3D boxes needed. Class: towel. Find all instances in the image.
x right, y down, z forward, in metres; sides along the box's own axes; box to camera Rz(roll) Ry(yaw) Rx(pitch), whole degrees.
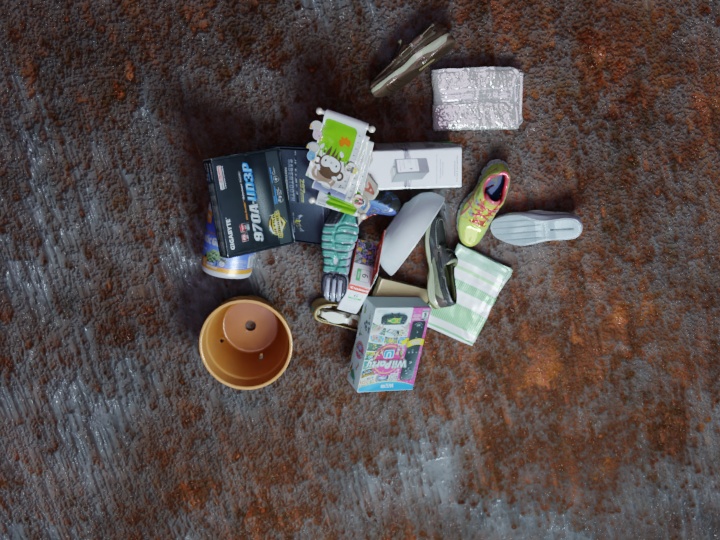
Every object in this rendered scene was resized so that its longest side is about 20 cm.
[{"bbox_3d":[0.249,-0.365,1.698,0.197,0.035,0.134,-3,104,-2],"label":"towel"},{"bbox_3d":[0.239,0.058,1.802,0.151,0.023,0.202,23,102,-18],"label":"towel"}]

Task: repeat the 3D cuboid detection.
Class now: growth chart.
[{"bbox_3d":[-0.043,-0.212,1.578,0.143,0.018,0.203,12,107,13],"label":"growth chart"}]

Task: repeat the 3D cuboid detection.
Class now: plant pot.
[{"bbox_3d":[-0.246,0.140,1.747,0.197,0.140,0.203,-1,106,-4],"label":"plant pot"}]

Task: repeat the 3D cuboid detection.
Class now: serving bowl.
[{"bbox_3d":[0.096,-0.089,1.680,0.065,0.200,0.201,35,100,-2],"label":"serving bowl"}]

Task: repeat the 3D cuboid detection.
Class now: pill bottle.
[{"bbox_3d":[-0.273,-0.093,1.698,0.111,0.112,0.203,8,104,-5],"label":"pill bottle"}]

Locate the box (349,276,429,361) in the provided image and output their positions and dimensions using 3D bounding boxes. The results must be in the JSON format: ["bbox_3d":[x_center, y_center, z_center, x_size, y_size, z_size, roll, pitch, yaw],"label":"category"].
[{"bbox_3d":[0.077,0.122,1.791,0.162,0.021,0.202,13,104,-31],"label":"box"}]

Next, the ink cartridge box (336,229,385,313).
[{"bbox_3d":[0.000,0.000,1.684,0.050,0.200,0.110,14,62,-6],"label":"ink cartridge box"}]

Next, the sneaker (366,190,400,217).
[{"bbox_3d":[0.004,-0.135,1.693,0.198,0.075,0.079,10,121,38],"label":"sneaker"}]

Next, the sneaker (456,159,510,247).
[{"bbox_3d":[0.267,-0.142,1.728,0.077,0.090,0.202,18,104,-9],"label":"sneaker"}]

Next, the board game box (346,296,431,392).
[{"bbox_3d":[0.063,0.161,1.750,0.146,0.064,0.202,1,112,-28],"label":"board game box"}]

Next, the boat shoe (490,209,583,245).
[{"bbox_3d":[0.390,-0.096,1.761,0.197,0.067,0.074,5,111,18],"label":"boat shoe"}]

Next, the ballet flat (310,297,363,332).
[{"bbox_3d":[-0.017,0.111,1.792,0.197,0.063,0.069,10,104,-6],"label":"ballet flat"}]

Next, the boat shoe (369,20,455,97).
[{"bbox_3d":[0.097,-0.442,1.659,0.201,0.075,0.075,-33,81,7],"label":"boat shoe"}]

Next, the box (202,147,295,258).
[{"bbox_3d":[-0.225,-0.139,1.623,0.158,0.046,0.203,-14,101,-32],"label":"box"}]

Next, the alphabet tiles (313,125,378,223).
[{"bbox_3d":[-0.046,-0.193,1.646,0.196,0.015,0.201,50,131,20],"label":"alphabet tiles"}]

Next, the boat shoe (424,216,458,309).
[{"bbox_3d":[0.183,-0.018,1.739,0.065,0.071,0.204,-4,83,32],"label":"boat shoe"}]

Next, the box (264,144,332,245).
[{"bbox_3d":[-0.126,-0.162,1.677,0.156,0.051,0.203,10,109,35],"label":"box"}]

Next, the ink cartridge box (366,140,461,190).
[{"bbox_3d":[0.103,-0.222,1.669,0.197,0.146,0.085,-2,105,-2],"label":"ink cartridge box"}]

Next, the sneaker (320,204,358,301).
[{"bbox_3d":[-0.048,-0.039,1.648,0.073,0.088,0.203,11,92,0],"label":"sneaker"}]
